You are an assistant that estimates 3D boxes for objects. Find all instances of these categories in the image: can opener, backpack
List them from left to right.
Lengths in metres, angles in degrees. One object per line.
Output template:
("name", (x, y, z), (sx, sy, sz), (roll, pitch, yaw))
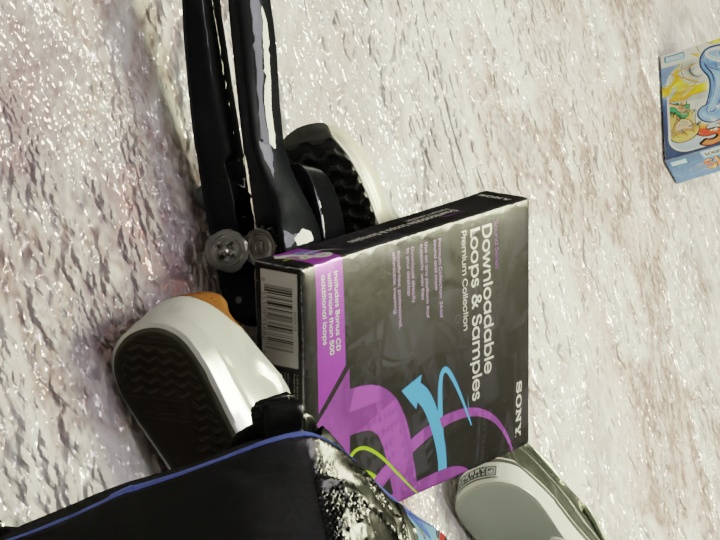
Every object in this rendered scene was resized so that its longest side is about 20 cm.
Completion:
("backpack", (-0.048, 0.155, 0.961), (0.200, 0.182, 0.135), (42, 30, -60))
("can opener", (-0.060, -0.069, 1.239), (0.079, 0.063, 0.200), (-23, 100, -70))

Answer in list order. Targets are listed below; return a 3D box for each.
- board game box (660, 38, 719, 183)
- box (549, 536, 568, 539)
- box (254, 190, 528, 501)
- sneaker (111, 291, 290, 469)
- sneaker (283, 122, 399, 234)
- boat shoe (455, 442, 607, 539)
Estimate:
("board game box", (0.367, -0.162, 2.163), (0.034, 0.200, 0.136), (53, 29, -42))
("box", (0.199, 0.280, 1.386), (0.200, 0.199, 0.172), (47, 59, -50))
("box", (0.021, 0.046, 1.260), (0.200, 0.036, 0.143), (-19, 113, -51))
("sneaker", (-0.043, 0.099, 1.152), (0.200, 0.073, 0.085), (67, 25, -12))
("sneaker", (0.001, 0.000, 1.340), (0.093, 0.070, 0.200), (-69, 143, -60))
("boat shoe", (0.125, 0.173, 1.514), (0.200, 0.071, 0.064), (57, 28, -33))
